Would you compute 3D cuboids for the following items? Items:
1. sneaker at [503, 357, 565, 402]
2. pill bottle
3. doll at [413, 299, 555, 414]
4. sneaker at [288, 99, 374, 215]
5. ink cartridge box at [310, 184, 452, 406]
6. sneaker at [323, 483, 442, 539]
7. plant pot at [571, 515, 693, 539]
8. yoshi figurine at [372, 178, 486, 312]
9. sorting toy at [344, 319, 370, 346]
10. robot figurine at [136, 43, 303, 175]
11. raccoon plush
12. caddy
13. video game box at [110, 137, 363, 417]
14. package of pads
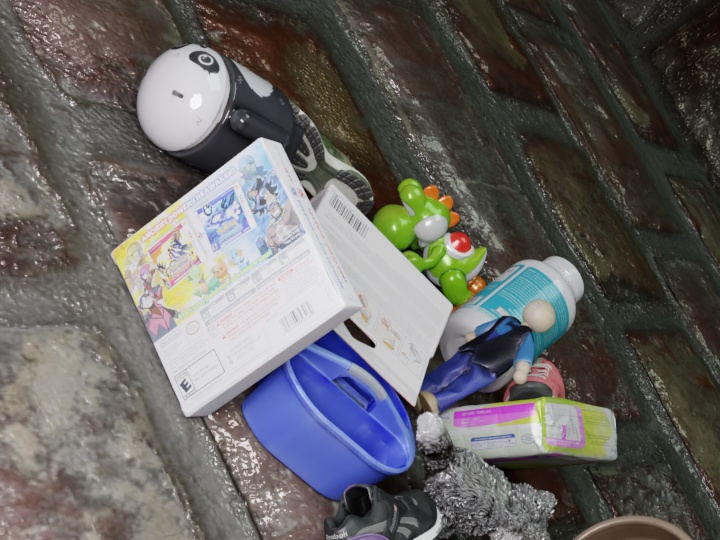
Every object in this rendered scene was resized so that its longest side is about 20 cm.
[{"bbox_3d":[0.219,0.149,1.936,0.200,0.073,0.088,49,39,-68],"label":"sneaker"},{"bbox_3d":[0.198,0.059,1.932,0.199,0.111,0.111,-35,89,-34],"label":"pill bottle"},{"bbox_3d":[0.149,0.102,1.773,0.136,0.199,0.049,30,-30,57],"label":"doll"},{"bbox_3d":[-0.065,-0.146,1.879,0.200,0.077,0.089,48,12,-26],"label":"sneaker"},{"bbox_3d":[0.000,0.032,1.625,0.200,0.045,0.177,45,39,-15],"label":"ink cartridge box"},{"bbox_3d":[0.023,0.241,1.500,0.200,0.075,0.088,-37,111,-66],"label":"sneaker"},{"bbox_3d":[0.328,0.413,1.755,0.175,0.199,0.201,56,19,-39],"label":"plant pot"},{"bbox_3d":[0.081,-0.022,1.971,0.112,0.112,0.201,-43,116,-26],"label":"yoshi figurine"},{"bbox_3d":[-0.058,0.018,1.691,0.184,0.036,0.202,24,45,-48],"label":"sorting toy"},{"bbox_3d":[-0.152,-0.168,1.666,0.199,0.149,0.126,27,49,-46],"label":"robot figurine"},{"bbox_3d":[0.133,0.233,1.609,0.200,0.132,0.098,65,35,-58],"label":"raccoon plush"},{"bbox_3d":[-0.026,0.135,1.534,0.200,0.105,0.142,42,27,-25],"label":"caddy"},{"bbox_3d":[-0.119,0.008,1.421,0.183,0.199,0.047,62,22,15],"label":"video game box"},{"bbox_3d":[0.200,0.193,1.799,0.199,0.153,0.069,15,69,-54],"label":"package of pads"}]
